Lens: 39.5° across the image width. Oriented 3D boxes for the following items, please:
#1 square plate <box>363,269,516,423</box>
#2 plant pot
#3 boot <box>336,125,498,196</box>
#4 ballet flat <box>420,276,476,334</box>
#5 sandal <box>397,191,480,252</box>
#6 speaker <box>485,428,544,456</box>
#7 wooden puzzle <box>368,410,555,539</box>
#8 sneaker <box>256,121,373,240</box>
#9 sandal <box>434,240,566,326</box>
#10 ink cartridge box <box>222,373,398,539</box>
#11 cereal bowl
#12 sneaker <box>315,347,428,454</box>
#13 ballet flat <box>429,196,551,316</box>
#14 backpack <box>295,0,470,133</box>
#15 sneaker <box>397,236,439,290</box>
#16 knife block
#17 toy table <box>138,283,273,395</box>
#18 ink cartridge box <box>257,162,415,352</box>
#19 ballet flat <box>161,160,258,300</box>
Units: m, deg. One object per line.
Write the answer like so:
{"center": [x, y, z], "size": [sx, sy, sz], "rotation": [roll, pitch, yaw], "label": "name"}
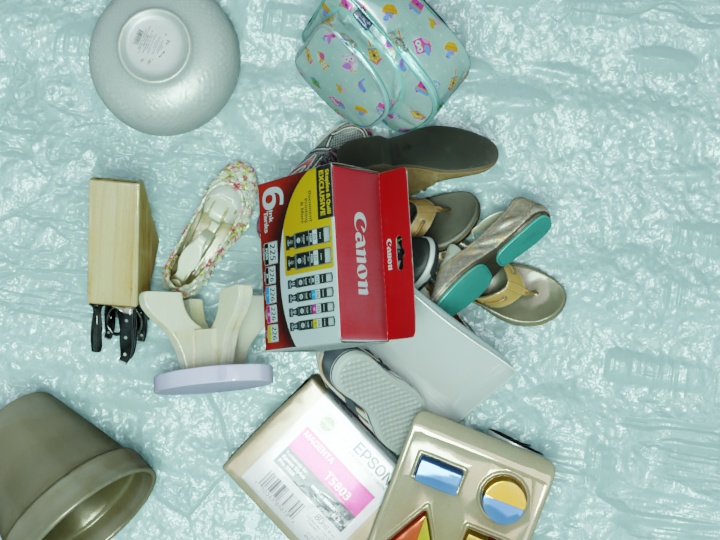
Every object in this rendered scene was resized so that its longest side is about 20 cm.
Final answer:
{"center": [0.076, 0.096, 1.237], "size": [0.199, 0.198, 0.029], "rotation": [37, 55, 1], "label": "square plate"}
{"center": [-0.381, 0.253, 1.236], "size": [0.200, 0.200, 0.174], "rotation": [-45, 71, -1], "label": "plant pot"}
{"center": [0.073, -0.128, 1.252], "size": [0.198, 0.076, 0.074], "rotation": [-4, 49, 6], "label": "boot"}
{"center": [0.097, 0.069, 1.283], "size": [0.072, 0.072, 0.201], "rotation": [-37, 89, -1], "label": "ballet flat"}
{"center": [0.056, -0.065, 1.284], "size": [0.198, 0.055, 0.082], "rotation": [-5, 63, 4], "label": "sandal"}
{"center": [0.158, 0.305, 1.270], "size": [0.081, 0.081, 0.201], "rotation": [25, 89, 1], "label": "speaker"}
{"center": [0.119, 0.294, 1.209], "size": [0.184, 0.046, 0.202], "rotation": [21, 88, 5], "label": "wooden puzzle"}
{"center": [-0.054, -0.108, 1.287], "size": [0.080, 0.075, 0.200], "rotation": [39, 88, 2], "label": "sneaker"}
{"center": [0.169, 0.011, 1.291], "size": [0.199, 0.054, 0.081], "rotation": [27, 87, 2], "label": "sandal"}
{"center": [-0.049, 0.259, 1.276], "size": [0.165, 0.075, 0.200], "rotation": [-45, 88, 0], "label": "ink cartridge box"}
{"center": [-0.256, -0.278, 1.290], "size": [0.198, 0.083, 0.202], "rotation": [0, 89, 0], "label": "cereal bowl"}
{"center": [0.017, 0.154, 1.266], "size": [0.078, 0.079, 0.200], "rotation": [-45, 126, -9], "label": "sneaker"}
{"center": [0.148, -0.019, 1.253], "size": [0.199, 0.068, 0.067], "rotation": [-38, 52, -5], "label": "ballet flat"}
{"center": [0.028, -0.263, 1.236], "size": [0.199, 0.176, 0.154], "rotation": [37, 69, -9], "label": "backpack"}
{"center": [0.000, 0.000, 1.241], "size": [0.199, 0.083, 0.072], "rotation": [-18, 58, 27], "label": "sneaker"}
{"center": [-0.300, 0.008, 1.240], "size": [0.063, 0.201, 0.177], "rotation": [4, 59, 0], "label": "knife block"}
{"center": [-0.185, 0.087, 1.233], "size": [0.199, 0.183, 0.118], "rotation": [-12, 77, 42], "label": "toy table"}
{"center": [-0.029, -0.014, 1.150], "size": [0.175, 0.083, 0.202], "rotation": [-11, 79, 44], "label": "ink cartridge box"}
{"center": [-0.191, -0.050, 1.291], "size": [0.075, 0.064, 0.201], "rotation": [27, 88, 0], "label": "ballet flat"}
